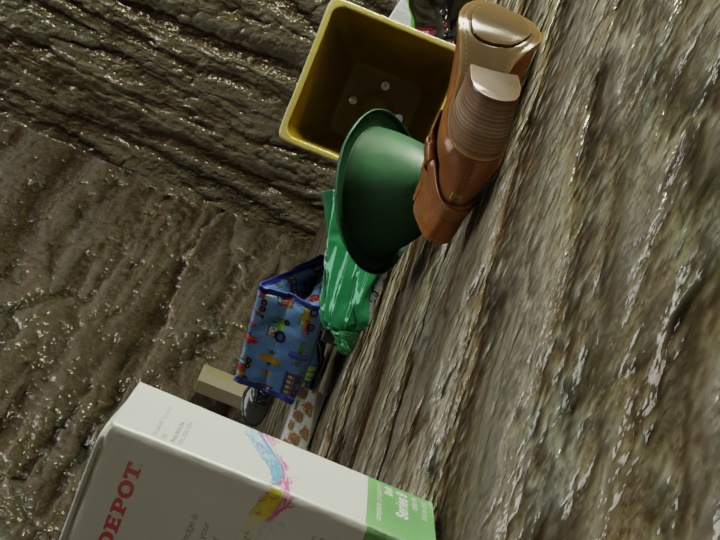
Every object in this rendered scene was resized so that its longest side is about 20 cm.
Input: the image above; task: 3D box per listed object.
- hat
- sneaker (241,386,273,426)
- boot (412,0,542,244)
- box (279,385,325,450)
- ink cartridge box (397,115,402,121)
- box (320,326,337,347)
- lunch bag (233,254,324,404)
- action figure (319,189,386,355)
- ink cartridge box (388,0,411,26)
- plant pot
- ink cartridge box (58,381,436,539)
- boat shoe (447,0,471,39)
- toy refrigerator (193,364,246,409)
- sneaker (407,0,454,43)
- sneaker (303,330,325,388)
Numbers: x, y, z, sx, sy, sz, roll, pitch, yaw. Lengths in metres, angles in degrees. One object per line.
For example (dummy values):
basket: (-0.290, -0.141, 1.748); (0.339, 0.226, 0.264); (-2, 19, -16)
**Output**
hat: (0.085, -0.080, 1.197); (0.200, 0.175, 0.167); (48, -126, -52)
sneaker: (-0.232, 0.279, 2.924); (0.091, 0.076, 0.201); (155, 135, -73)
boot: (0.096, -0.129, 1.038); (0.201, 0.076, 0.156); (-85, 12, -50)
box: (-0.098, 0.255, 1.635); (0.041, 0.038, 0.201); (119, 171, -61)
ink cartridge box: (0.073, -0.240, 1.901); (0.094, 0.044, 0.201); (-74, 6, -63)
box: (0.000, 0.000, 1.645); (0.200, 0.043, 0.161); (-84, 16, -73)
lunch bag: (-0.085, 0.071, 1.701); (0.200, 0.094, 0.151); (-45, -26, -66)
action figure: (-0.008, 0.004, 1.494); (0.055, 0.117, 0.201); (26, -109, -59)
ink cartridge box: (0.129, -0.434, 1.878); (0.200, 0.047, 0.160); (-55, -16, 16)
plant pot: (0.019, -0.230, 1.646); (0.200, 0.193, 0.197); (-60, -8, -86)
ink cartridge box: (-0.073, 0.175, 0.707); (0.088, 0.199, 0.146); (-88, 20, -77)
boat shoe: (0.135, -0.403, 1.795); (0.200, 0.064, 0.072); (121, 169, -67)
toy refrigerator: (-0.413, 0.369, 3.792); (0.076, 0.199, 0.070); (117, 174, -51)
sneaker: (0.109, -0.344, 1.723); (0.077, 0.084, 0.201); (-28, -39, -34)
sneaker: (-0.092, 0.152, 1.948); (0.083, 0.071, 0.200); (-55, -2, -29)
